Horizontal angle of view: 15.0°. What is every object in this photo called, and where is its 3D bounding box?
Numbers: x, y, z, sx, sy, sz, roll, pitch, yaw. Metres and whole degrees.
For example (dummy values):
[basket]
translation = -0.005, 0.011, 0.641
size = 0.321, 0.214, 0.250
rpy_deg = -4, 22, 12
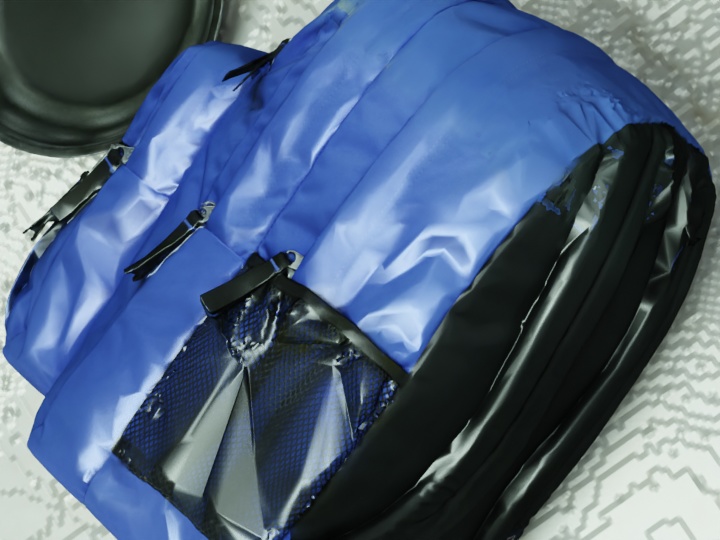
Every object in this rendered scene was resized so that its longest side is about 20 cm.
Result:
[backpack]
translation = 0.000, 0.000, 0.848
size = 0.168, 0.162, 0.200
rpy_deg = 42, 99, 18
[frying pan]
translation = -0.122, -0.068, 0.955
size = 0.115, 0.031, 0.190
rpy_deg = 43, 101, 15
